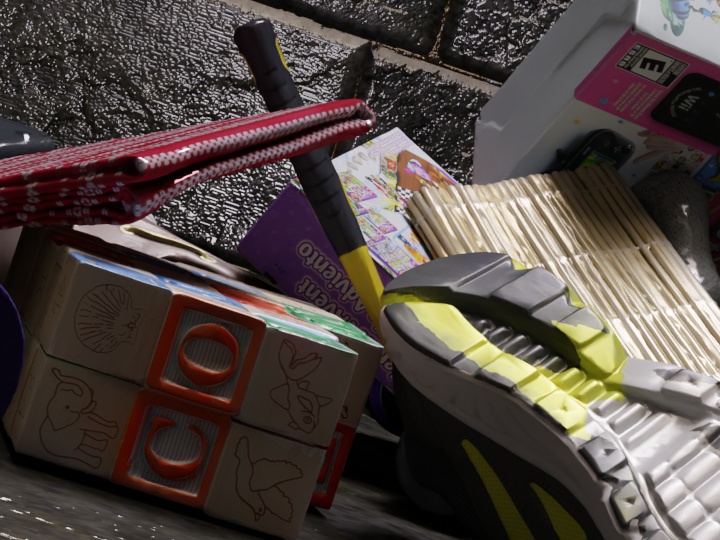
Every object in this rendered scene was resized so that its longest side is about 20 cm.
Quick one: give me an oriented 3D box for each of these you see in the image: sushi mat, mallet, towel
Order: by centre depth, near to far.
[{"bbox_3d":[-0.112,-0.026,0.752,0.199,0.023,0.145,-8,8,31],"label":"towel"},{"bbox_3d":[0.000,0.000,0.815,0.041,0.201,0.066,-25,3,3],"label":"mallet"},{"bbox_3d":[0.094,0.021,0.857,0.095,0.012,0.200,-9,38,-16],"label":"sushi mat"}]

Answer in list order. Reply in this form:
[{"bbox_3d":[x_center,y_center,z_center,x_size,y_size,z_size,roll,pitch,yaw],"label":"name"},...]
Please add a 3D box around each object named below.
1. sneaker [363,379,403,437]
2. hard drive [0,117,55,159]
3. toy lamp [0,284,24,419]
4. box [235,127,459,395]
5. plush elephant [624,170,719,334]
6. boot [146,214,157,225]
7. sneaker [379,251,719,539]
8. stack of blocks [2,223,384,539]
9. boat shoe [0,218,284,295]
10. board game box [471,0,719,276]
[{"bbox_3d":[0.090,0.077,1.072,0.200,0.070,0.099,13,10,-34],"label":"sneaker"},{"bbox_3d":[-0.247,-0.050,0.919,0.139,0.033,0.200,19,18,39],"label":"hard drive"},{"bbox_3d":[-0.170,-0.003,0.615,0.200,0.058,0.058,18,0,44],"label":"toy lamp"},{"bbox_3d":[0.033,0.008,0.947,0.137,0.039,0.200,42,16,4],"label":"box"},{"bbox_3d":[0.206,0.052,0.898,0.155,0.201,0.165,20,-29,-34],"label":"plush elephant"},{"bbox_3d":[-0.133,0.003,1.036,0.095,0.074,0.200,26,13,28],"label":"boot"},{"bbox_3d":[0.083,0.072,0.685,0.074,0.085,0.200,-27,49,-25],"label":"sneaker"},{"bbox_3d":[-0.056,0.032,0.724,0.115,0.059,0.200,18,1,-13],"label":"stack of blocks"},{"bbox_3d":[-0.090,0.014,0.881,0.199,0.072,0.060,24,-3,-11],"label":"boat shoe"},{"bbox_3d":[0.170,-0.051,0.981,0.199,0.064,0.148,19,-37,-18],"label":"board game box"}]
